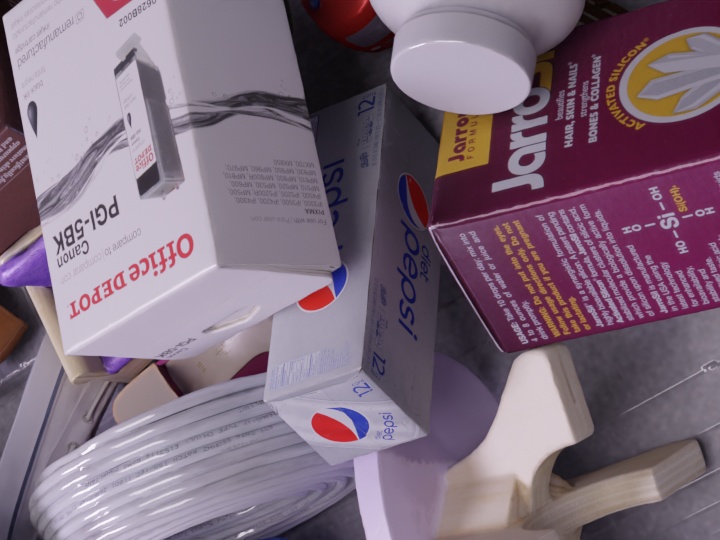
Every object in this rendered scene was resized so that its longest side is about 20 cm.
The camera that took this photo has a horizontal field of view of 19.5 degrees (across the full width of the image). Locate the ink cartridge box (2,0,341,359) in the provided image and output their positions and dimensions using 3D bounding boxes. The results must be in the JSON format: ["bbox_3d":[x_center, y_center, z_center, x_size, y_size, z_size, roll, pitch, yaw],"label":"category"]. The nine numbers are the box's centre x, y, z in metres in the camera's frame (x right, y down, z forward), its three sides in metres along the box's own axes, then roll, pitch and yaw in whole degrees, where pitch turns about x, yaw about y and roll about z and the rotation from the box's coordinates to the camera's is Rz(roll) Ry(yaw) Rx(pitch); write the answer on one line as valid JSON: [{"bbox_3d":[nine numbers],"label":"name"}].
[{"bbox_3d":[-0.102,-0.069,1.095,0.147,0.083,0.201,-29,68,44],"label":"ink cartridge box"}]

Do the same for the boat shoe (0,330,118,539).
[{"bbox_3d":[-0.187,0.131,1.261,0.065,0.074,0.201,18,70,-7],"label":"boat shoe"}]

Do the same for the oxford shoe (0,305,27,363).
[{"bbox_3d":[-0.287,-0.013,1.359,0.071,0.071,0.200,-42,74,-3],"label":"oxford shoe"}]

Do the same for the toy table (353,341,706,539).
[{"bbox_3d":[0.087,0.133,1.109,0.117,0.184,0.200,-17,106,44],"label":"toy table"}]

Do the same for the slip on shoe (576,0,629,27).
[{"bbox_3d":[0.063,-0.152,1.144,0.200,0.076,0.061,34,123,14],"label":"slip on shoe"}]

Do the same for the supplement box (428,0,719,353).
[{"bbox_3d":[0.147,-0.055,1.045,0.199,0.131,0.103,-14,133,22],"label":"supplement box"}]

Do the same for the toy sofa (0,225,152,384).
[{"bbox_3d":[-0.115,-0.022,1.228,0.200,0.097,0.083,-42,63,25],"label":"toy sofa"}]

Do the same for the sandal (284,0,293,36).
[{"bbox_3d":[-0.103,-0.179,1.227,0.201,0.057,0.080,30,131,42],"label":"sandal"}]

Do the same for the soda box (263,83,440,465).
[{"bbox_3d":[0.000,0.000,1.124,0.063,0.068,0.201,-20,45,27],"label":"soda box"}]

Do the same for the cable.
[{"bbox_3d":[-0.088,0.117,1.177,0.200,0.200,0.069,-28,75,29],"label":"cable"}]

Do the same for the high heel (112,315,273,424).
[{"bbox_3d":[-0.054,0.041,1.249,0.200,0.096,0.067,-40,79,5],"label":"high heel"}]

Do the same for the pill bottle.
[{"bbox_3d":[0.063,-0.181,1.047,0.110,0.111,0.201,-5,61,29],"label":"pill bottle"}]

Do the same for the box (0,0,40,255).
[{"bbox_3d":[-0.223,-0.118,1.248,0.100,0.075,0.200,-38,49,27],"label":"box"}]

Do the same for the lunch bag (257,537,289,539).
[{"bbox_3d":[-0.083,0.250,1.236,0.200,0.083,0.161,-28,105,30],"label":"lunch bag"}]

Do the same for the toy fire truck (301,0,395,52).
[{"bbox_3d":[-0.055,-0.209,1.155,0.049,0.141,0.200,-41,76,22],"label":"toy fire truck"}]
